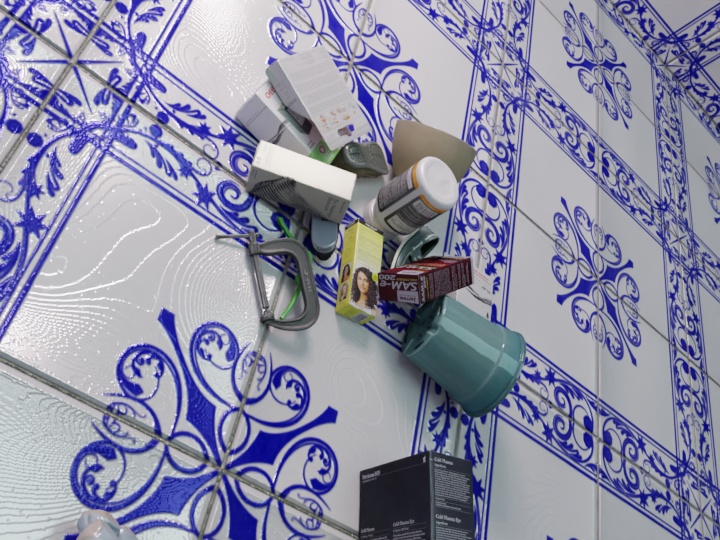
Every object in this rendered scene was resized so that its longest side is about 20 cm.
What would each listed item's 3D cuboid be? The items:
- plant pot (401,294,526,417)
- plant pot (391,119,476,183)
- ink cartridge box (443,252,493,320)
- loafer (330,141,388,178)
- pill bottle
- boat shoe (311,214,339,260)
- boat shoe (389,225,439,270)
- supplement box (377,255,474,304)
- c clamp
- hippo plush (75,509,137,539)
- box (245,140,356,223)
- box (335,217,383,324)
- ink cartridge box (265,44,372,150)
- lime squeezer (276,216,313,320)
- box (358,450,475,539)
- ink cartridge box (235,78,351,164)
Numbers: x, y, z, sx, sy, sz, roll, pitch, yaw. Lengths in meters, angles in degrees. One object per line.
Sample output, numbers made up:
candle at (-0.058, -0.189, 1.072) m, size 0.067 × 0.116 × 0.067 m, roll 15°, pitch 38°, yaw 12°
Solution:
plant pot at (0.200, 0.162, 1.471) m, size 0.194 × 0.200 × 0.203 m, roll 33°, pitch 49°, yaw -14°
plant pot at (0.150, -0.239, 1.637) m, size 0.197 × 0.199 × 0.137 m, roll 20°, pitch 92°, yaw -34°
ink cartridge box at (0.240, 0.053, 1.637) m, size 0.115 × 0.067 × 0.204 m, roll 32°, pitch 51°, yaw -28°
loafer at (-0.003, -0.236, 1.555) m, size 0.199 × 0.068 × 0.077 m, roll 1°, pitch 72°, yaw -61°
pill bottle at (0.102, -0.144, 1.510) m, size 0.115 × 0.198 × 0.119 m, roll 20°, pitch 57°, yaw -34°
boat shoe at (-0.066, -0.110, 1.437) m, size 0.068 × 0.067 × 0.204 m, roll 2°, pitch 57°, yaw -4°
boat shoe at (0.115, -0.033, 1.550) m, size 0.061 × 0.074 × 0.201 m, roll 26°, pitch 40°, yaw 10°
supplement box at (0.136, 0.016, 1.463) m, size 0.198 × 0.107 × 0.063 m, roll -17°, pitch 105°, yaw -48°
c clamp at (-0.159, 0.019, 1.300) m, size 0.167 × 0.027 × 0.204 m, roll -12°, pitch 76°, yaw -30°
hippo plush at (-0.330, 0.423, 0.895) m, size 0.160 × 0.160 × 0.200 m, roll -41°, pitch 83°, yaw -15°
box at (-0.112, -0.166, 1.360) m, size 0.195 × 0.083 × 0.070 m, roll 18°, pitch 55°, yaw -7°
box at (0.000, 0.000, 1.452) m, size 0.074 × 0.050 × 0.204 m, roll 26°, pitch 53°, yaw -31°
ink cartridge box at (-0.079, -0.338, 1.431) m, size 0.160 × 0.050 × 0.203 m, roll -36°, pitch 98°, yaw -48°
lime squeezer at (-0.120, -0.004, 1.350) m, size 0.070 × 0.037 × 0.205 m, roll 16°, pitch 62°, yaw -40°
box at (0.092, 0.423, 1.218) m, size 0.102 × 0.199 × 0.186 m, roll 20°, pitch 57°, yaw -32°
ink cartridge box at (-0.132, -0.296, 1.450) m, size 0.200 × 0.083 × 0.147 m, roll 46°, pitch 45°, yaw -16°
